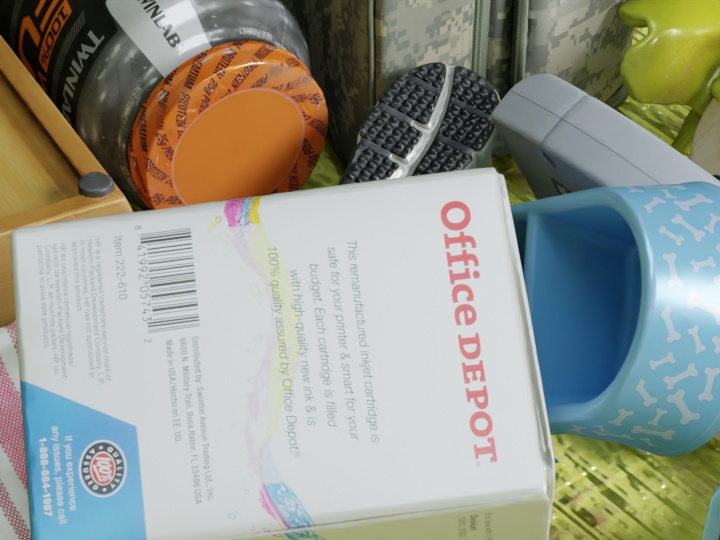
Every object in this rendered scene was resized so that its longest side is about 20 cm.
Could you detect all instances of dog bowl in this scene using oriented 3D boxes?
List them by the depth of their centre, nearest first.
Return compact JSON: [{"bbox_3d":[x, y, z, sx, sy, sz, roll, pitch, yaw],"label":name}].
[{"bbox_3d":[0.087,0.020,1.220,0.049,0.112,0.200,9,-9,-28],"label":"dog bowl"}]

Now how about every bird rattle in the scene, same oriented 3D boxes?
[{"bbox_3d":[0.221,-0.080,1.367,0.199,0.113,0.164,-11,43,29],"label":"bird rattle"}]

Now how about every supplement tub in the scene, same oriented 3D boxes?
[{"bbox_3d":[-0.103,-0.112,1.413,0.122,0.123,0.200,-17,43,-23],"label":"supplement tub"}]

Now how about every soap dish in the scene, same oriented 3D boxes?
[{"bbox_3d":[-0.197,-0.033,1.345,0.157,0.082,0.200,-18,43,-23],"label":"soap dish"}]

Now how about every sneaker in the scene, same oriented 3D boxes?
[{"bbox_3d":[0.000,0.000,1.334,0.074,0.080,0.200,33,65,23],"label":"sneaker"}]

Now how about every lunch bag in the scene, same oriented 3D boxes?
[{"bbox_3d":[0.058,-0.156,1.416,0.167,0.201,0.140,-13,40,-17],"label":"lunch bag"}]

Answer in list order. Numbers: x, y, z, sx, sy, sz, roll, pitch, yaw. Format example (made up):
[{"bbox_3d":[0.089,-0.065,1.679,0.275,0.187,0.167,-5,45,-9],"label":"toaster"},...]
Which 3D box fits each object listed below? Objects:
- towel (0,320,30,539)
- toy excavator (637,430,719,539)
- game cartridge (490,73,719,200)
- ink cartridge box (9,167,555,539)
[{"bbox_3d":[-0.116,0.075,1.224,0.199,0.030,0.147,-24,60,-22],"label":"towel"},{"bbox_3d":[0.181,0.108,1.206,0.193,0.100,0.200,16,28,17],"label":"toy excavator"},{"bbox_3d":[0.146,-0.008,1.298,0.041,0.133,0.200,-48,55,-5],"label":"game cartridge"},{"bbox_3d":[-0.030,0.050,1.162,0.199,0.085,0.145,-8,63,1],"label":"ink cartridge box"}]
